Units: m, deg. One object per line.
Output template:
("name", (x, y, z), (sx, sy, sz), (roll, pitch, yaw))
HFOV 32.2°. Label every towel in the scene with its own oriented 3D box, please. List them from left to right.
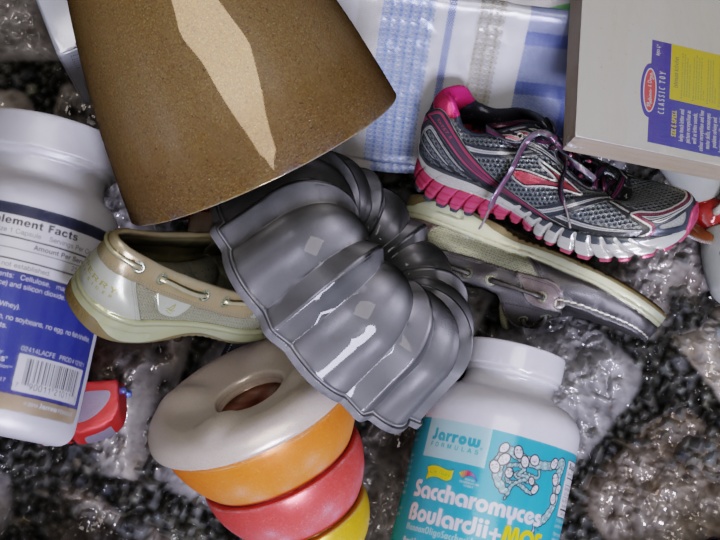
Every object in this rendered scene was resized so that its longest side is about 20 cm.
("towel", (0.051, -0.131, 0.891), (0.199, 0.147, 0.024), (6, 37, -1))

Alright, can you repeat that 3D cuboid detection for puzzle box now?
("puzzle box", (0.205, -0.164, 0.843), (0.133, 0.025, 0.201), (11, 72, -11))

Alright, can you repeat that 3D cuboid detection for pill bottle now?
("pill bottle", (-0.220, 0.005, 0.802), (0.115, 0.116, 0.201), (11, 78, -1))
("pill bottle", (0.084, 0.150, 0.842), (0.110, 0.111, 0.201), (14, 79, 0))

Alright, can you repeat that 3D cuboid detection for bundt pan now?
("bundt pan", (0.000, 0.000, 0.798), (0.076, 0.202, 0.202), (-40, 83, 18))

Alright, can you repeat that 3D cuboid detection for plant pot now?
("plant pot", (-0.103, -0.158, 0.768), (0.186, 0.186, 0.201), (-28, 105, -7))

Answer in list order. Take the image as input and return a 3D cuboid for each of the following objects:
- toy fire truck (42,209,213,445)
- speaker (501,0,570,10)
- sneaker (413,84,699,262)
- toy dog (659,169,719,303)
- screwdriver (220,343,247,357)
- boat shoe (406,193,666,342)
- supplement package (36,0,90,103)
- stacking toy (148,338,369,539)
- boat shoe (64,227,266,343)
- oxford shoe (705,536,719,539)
("toy fire truck", (-0.166, 0.019, 0.885), (0.140, 0.049, 0.201), (-5, 80, -3))
("speaker", (0.177, -0.195, 0.919), (0.199, 0.088, 0.089), (-11, 80, -5))
("sneaker", (0.130, -0.064, 0.846), (0.199, 0.081, 0.075), (18, 124, 16))
("toy dog", (0.251, -0.082, 0.898), (0.132, 0.096, 0.200), (-40, 84, -8))
("screwdriver", (-0.060, 0.010, 0.898), (0.028, 0.029, 0.201), (25, 86, 2))
("boat shoe", (0.115, 0.011, 0.892), (0.200, 0.072, 0.066), (25, 88, 9))
("supplement package", (-0.142, -0.240, 0.902), (0.199, 0.111, 0.156), (-22, 82, -7))
("stacking toy", (-0.041, 0.154, 0.838), (0.146, 0.146, 0.201), (-25, 111, -7))
("boat shoe", (-0.094, 0.001, 0.804), (0.063, 0.200, 0.073), (-53, 58, 28))
("oxford shoe", (0.274, 0.215, 0.861), (0.199, 0.071, 0.073), (-13, 76, -5))
